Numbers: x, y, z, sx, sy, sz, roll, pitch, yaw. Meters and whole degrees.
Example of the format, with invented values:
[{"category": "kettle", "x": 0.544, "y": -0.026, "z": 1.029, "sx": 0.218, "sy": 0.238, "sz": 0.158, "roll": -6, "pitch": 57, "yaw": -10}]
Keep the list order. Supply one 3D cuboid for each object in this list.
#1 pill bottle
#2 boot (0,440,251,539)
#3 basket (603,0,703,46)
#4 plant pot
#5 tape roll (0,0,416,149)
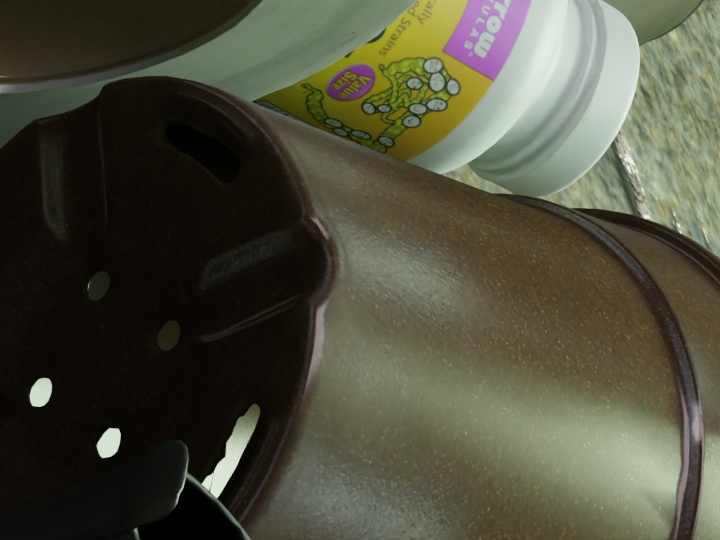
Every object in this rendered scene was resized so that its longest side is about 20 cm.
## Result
[{"category": "pill bottle", "x": -0.003, "y": -0.096, "z": 0.910, "sx": 0.200, "sy": 0.104, "sz": 0.104, "roll": 26, "pitch": 45, "yaw": -32}, {"category": "boot", "x": -0.052, "y": 0.130, "z": 0.649, "sx": 0.200, "sy": 0.138, "sz": 0.078, "roll": 52, "pitch": 29, "yaw": -36}, {"category": "basket", "x": 0.055, "y": -0.137, "z": 1.104, "sx": 0.180, "sy": 0.136, "sz": 0.200, "roll": 59, "pitch": 29, "yaw": -13}, {"category": "plant pot", "x": -0.011, "y": 0.050, "z": 0.759, "sx": 0.198, "sy": 0.200, "sz": 0.201, "roll": 24, "pitch": 49, "yaw": -47}, {"category": "tape roll", "x": -0.081, "y": -0.097, "z": 0.694, "sx": 0.202, "sy": 0.202, "sz": 0.071, "roll": 19, "pitch": 55, "yaw": -60}]
